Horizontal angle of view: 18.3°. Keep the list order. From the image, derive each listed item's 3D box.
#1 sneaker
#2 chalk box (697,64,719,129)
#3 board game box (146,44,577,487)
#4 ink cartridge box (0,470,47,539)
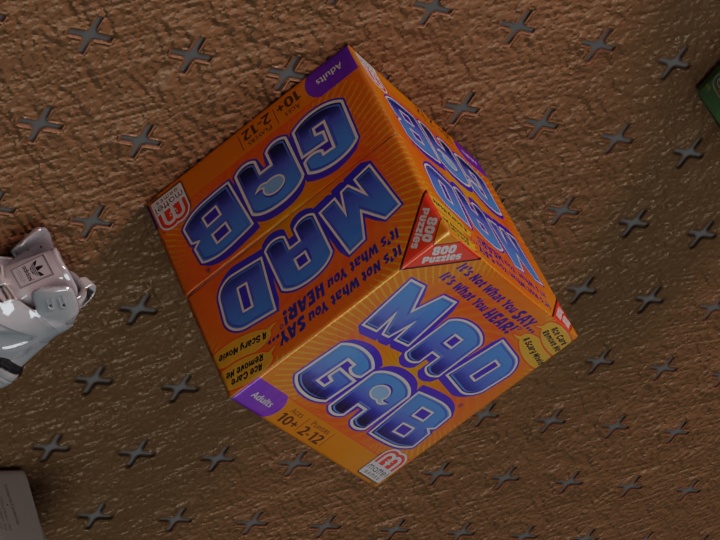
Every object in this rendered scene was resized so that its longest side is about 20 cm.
[{"bbox_3d":[-0.279,0.011,1.617,0.115,0.075,0.200,-36,147,11],"label":"sneaker"},{"bbox_3d":[0.366,-0.128,1.794,0.124,0.125,0.200,16,124,-42],"label":"chalk box"},{"bbox_3d":[0.000,0.000,1.664,0.200,0.200,0.200,-37,141,14],"label":"board game box"},{"bbox_3d":[-0.339,0.262,1.863,0.175,0.084,0.200,2,134,-32],"label":"ink cartridge box"}]
